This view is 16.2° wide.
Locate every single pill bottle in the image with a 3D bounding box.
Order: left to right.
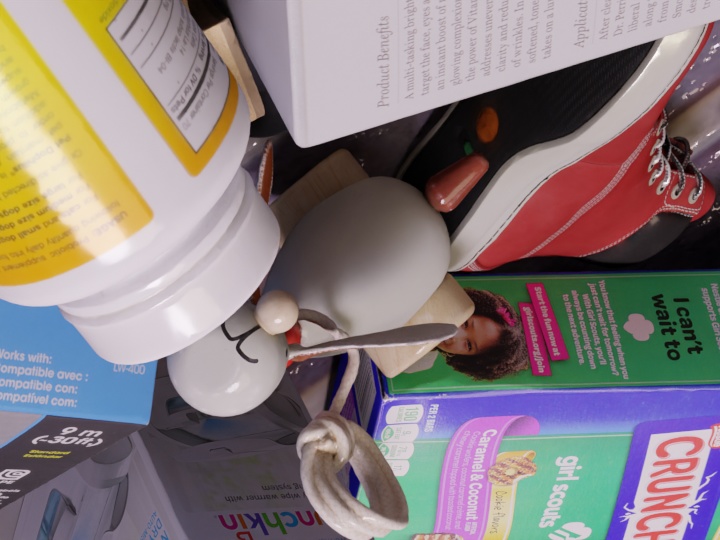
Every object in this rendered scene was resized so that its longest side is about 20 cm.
[{"bbox_3d":[-0.109,-0.066,0.818,0.109,0.109,0.200,-32,119,4],"label":"pill bottle"}]

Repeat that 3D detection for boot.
[{"bbox_3d":[0.120,-0.066,1.093,0.144,0.073,0.200,1,148,-34],"label":"boot"}]

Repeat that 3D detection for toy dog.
[{"bbox_3d":[0.000,0.000,1.007,0.132,0.200,0.096,39,115,-16],"label":"toy dog"}]

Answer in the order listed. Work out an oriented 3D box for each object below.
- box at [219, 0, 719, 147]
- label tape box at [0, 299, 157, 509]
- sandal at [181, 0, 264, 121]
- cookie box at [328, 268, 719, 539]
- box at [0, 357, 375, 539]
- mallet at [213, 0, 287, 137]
[{"bbox_3d":[0.041,-0.155,0.892,0.199,0.153,0.107,-17,141,-13],"label":"box"},{"bbox_3d":[-0.162,0.037,0.988,0.144,0.064,0.200,9,154,-38],"label":"label tape box"},{"bbox_3d":[-0.101,-0.124,0.871,0.069,0.078,0.212,-26,126,-4],"label":"sandal"},{"bbox_3d":[0.089,0.077,1.191,0.199,0.075,0.172,-2,143,-12],"label":"cookie box"},{"bbox_3d":[-0.088,0.143,1.120,0.096,0.177,0.200,2,133,-33],"label":"box"},{"bbox_3d":[0.027,-0.109,1.030,0.199,0.041,0.066,-19,141,-19],"label":"mallet"}]
